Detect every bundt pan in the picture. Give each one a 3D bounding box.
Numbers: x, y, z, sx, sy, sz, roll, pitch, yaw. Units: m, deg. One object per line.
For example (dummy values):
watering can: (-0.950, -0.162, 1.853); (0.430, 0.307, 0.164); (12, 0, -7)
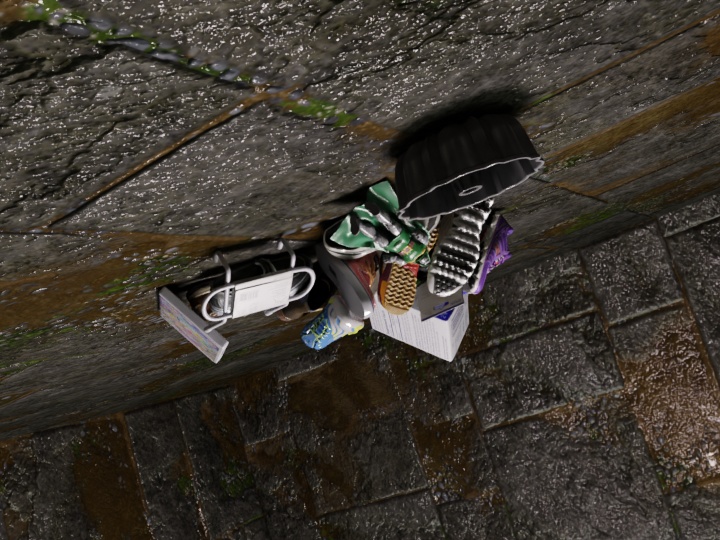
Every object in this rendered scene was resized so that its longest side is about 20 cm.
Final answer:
bundt pan: (0.128, -0.136, 0.983); (0.197, 0.077, 0.202); (-19, 172, -3)

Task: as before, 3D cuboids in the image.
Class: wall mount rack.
wall mount rack: (-0.174, 0.039, 1.225); (0.196, 0.075, 0.177); (-14, 134, -32)

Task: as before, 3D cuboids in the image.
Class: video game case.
video game case: (-0.299, 0.101, 1.368); (0.018, 0.143, 0.200); (-49, -178, -20)

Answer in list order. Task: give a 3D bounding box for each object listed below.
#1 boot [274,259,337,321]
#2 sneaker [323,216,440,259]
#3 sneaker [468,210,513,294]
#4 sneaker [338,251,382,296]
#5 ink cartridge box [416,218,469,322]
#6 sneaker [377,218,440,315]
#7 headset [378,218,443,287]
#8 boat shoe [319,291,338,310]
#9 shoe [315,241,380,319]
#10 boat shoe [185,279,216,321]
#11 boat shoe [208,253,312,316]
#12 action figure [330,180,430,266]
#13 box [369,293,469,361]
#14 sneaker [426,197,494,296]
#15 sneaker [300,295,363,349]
boot: (-0.060, 0.025, 1.407); (0.200, 0.076, 0.096); (-42, -162, -31)
sneaker: (0.033, -0.065, 1.222); (0.196, 0.077, 0.088); (-21, 171, 10)
sneaker: (0.271, -0.032, 1.593); (0.080, 0.083, 0.203); (-36, -157, 59)
sneaker: (0.031, -0.006, 1.488); (0.199, 0.076, 0.084); (-39, -170, -26)
ink cartridge box: (0.151, 0.001, 1.484); (0.098, 0.204, 0.039); (-23, 143, 27)
sneaker: (0.072, -0.031, 1.323); (0.073, 0.204, 0.090); (17, -170, -22)
headset: (0.123, -0.040, 1.423); (0.200, 0.094, 0.124); (-47, 135, -6)
boat shoe: (-0.096, 0.049, 1.532); (0.195, 0.075, 0.063); (-1, -158, -1)
shoe: (0.000, 0.000, 1.301); (0.089, 0.201, 0.073); (-20, 128, -16)
boat shoe: (-0.213, 0.046, 1.386); (0.196, 0.076, 0.076); (-15, 171, -21)
boat shoe: (-0.165, 0.016, 1.313); (0.197, 0.073, 0.072); (-27, 153, -24)
action figure: (0.054, -0.049, 1.167); (0.118, 0.055, 0.199); (-40, 145, 17)
box: (0.118, 0.073, 1.599); (0.196, 0.106, 0.185); (21, 154, 20)
sneaker: (0.158, -0.053, 1.271); (0.074, 0.204, 0.081); (24, 173, -14)
sneaker: (-0.053, 0.103, 1.359); (0.105, 0.076, 0.200); (-45, 180, -2)
